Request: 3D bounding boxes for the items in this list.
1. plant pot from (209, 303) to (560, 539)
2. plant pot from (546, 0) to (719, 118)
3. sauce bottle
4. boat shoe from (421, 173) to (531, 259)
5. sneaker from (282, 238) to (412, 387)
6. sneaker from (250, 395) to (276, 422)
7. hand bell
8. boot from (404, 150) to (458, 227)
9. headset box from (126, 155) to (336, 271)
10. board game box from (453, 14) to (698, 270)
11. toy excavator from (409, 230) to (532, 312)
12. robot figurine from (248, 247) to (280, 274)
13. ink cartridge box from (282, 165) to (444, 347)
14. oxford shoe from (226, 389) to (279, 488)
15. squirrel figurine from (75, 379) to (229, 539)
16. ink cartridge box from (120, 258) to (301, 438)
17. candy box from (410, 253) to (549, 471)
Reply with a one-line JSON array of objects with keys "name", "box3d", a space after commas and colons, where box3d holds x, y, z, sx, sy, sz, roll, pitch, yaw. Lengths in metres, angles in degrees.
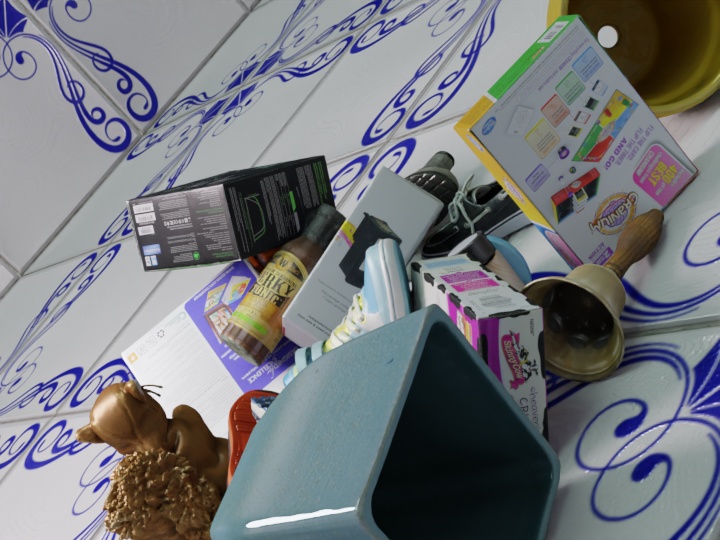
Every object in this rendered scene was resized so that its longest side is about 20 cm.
[{"name": "plant pot", "box3d": [0.005, 0.177, 1.052, 0.199, 0.196, 0.197, -17, 36, 37]}, {"name": "plant pot", "box3d": [0.286, -0.259, 1.485, 0.201, 0.201, 0.189, -44, 5, -3]}, {"name": "sauce bottle", "box3d": [-0.085, 0.013, 1.611, 0.201, 0.065, 0.065, -57, 23, -13]}, {"name": "boat shoe", "box3d": [0.135, -0.067, 1.544, 0.198, 0.068, 0.074, -27, 25, 40]}, {"name": "sneaker", "box3d": [-0.013, 0.066, 1.308, 0.129, 0.202, 0.080, -3, 28, 2]}, {"name": "sneaker", "box3d": [-0.060, 0.182, 1.371, 0.200, 0.076, 0.086, 31, 113, 59]}, {"name": "hand bell", "box3d": [0.225, -0.001, 1.241, 0.104, 0.105, 0.200, -22, 17, 45]}, {"name": "boot", "box3d": [0.077, -0.102, 1.677, 0.131, 0.067, 0.200, -57, 6, -32]}, {"name": "headset box", "box3d": [-0.149, -0.072, 1.692, 0.173, 0.094, 0.199, -6, 11, 39]}, {"name": "board game box", "box3d": [0.205, -0.113, 1.308, 0.153, 0.200, 0.040, -45, 19, -8]}, {"name": "toy excavator", "box3d": [0.092, 0.030, 1.425, 0.194, 0.100, 0.200, -37, 7, 19]}, {"name": "robot figurine", "box3d": [-0.121, 0.043, 1.750, 0.200, 0.117, 0.144, -44, 10, 0]}, {"name": "ink cartridge box", "box3d": [0.000, 0.000, 1.534, 0.201, 0.082, 0.146, -57, -3, -10]}, {"name": "oxford shoe", "box3d": [-0.112, 0.196, 1.465, 0.201, 0.070, 0.073, -80, 1, -62]}, {"name": "squirrel figurine", "box3d": [-0.209, 0.205, 1.478, 0.141, 0.187, 0.200, -37, 20, 14]}, {"name": "ink cartridge box", "box3d": [-0.158, 0.116, 1.651, 0.198, 0.043, 0.200, -39, 64, 1]}, {"name": "candy box", "box3d": [0.102, 0.075, 1.214, 0.060, 0.138, 0.200, -8, 16, -13]}]
